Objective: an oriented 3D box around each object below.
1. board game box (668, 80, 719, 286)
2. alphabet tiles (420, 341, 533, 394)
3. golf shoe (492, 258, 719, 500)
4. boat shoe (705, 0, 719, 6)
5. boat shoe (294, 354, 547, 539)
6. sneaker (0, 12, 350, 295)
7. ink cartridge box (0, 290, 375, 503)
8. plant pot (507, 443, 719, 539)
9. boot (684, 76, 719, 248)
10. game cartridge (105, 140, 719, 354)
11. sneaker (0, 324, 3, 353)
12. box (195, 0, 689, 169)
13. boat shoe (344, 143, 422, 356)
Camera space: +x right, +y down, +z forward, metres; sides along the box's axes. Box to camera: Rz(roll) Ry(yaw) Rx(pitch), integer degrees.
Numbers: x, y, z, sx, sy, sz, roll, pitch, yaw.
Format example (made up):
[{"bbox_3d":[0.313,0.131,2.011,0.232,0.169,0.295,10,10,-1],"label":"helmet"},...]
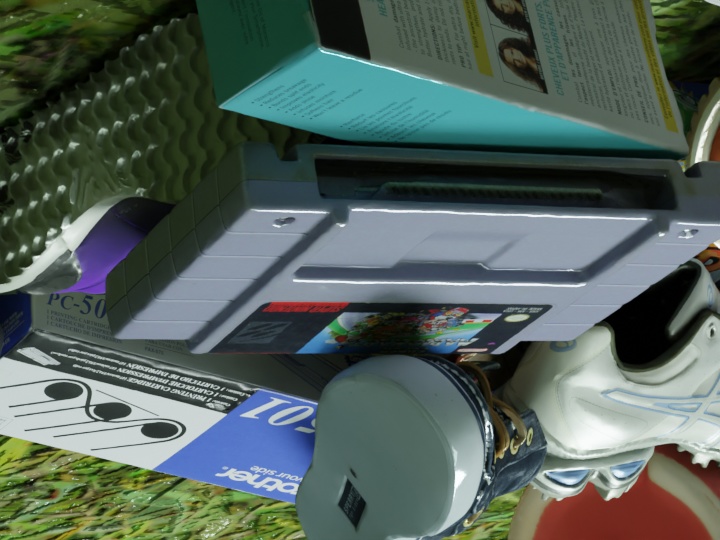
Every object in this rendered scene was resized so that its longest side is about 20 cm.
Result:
[{"bbox_3d":[0.113,-0.019,1.267,0.135,0.035,0.200,2,154,-32],"label":"board game box"},{"bbox_3d":[0.056,0.062,1.283,0.167,0.008,0.200,-38,157,-3],"label":"alphabet tiles"},{"bbox_3d":[0.147,0.035,1.269,0.199,0.078,0.098,-17,141,-40],"label":"golf shoe"},{"bbox_3d":[0.192,-0.119,0.987,0.199,0.066,0.072,-13,138,31],"label":"boat shoe"},{"bbox_3d":[0.033,0.061,1.143,0.091,0.071,0.200,-34,171,-20],"label":"boat shoe"},{"bbox_3d":[-0.059,-0.039,1.083,0.199,0.070,0.099,-20,159,40],"label":"sneaker"},{"bbox_3d":[-0.077,0.048,1.262,0.199,0.044,0.094,16,146,-31],"label":"ink cartridge box"},{"bbox_3d":[0.174,0.131,1.384,0.200,0.201,0.177,-33,169,40],"label":"plant pot"},{"bbox_3d":[0.187,-0.046,1.110,0.075,0.108,0.200,-9,148,-21],"label":"boot"},{"bbox_3d":[0.021,-0.004,1.050,0.199,0.039,0.130,1,154,-28],"label":"game cartridge"},{"bbox_3d":[-0.228,0.044,1.214,0.083,0.072,0.200,33,134,-27],"label":"sneaker"},{"bbox_3d":[0.029,-0.082,1.007,0.049,0.083,0.199,-29,153,36],"label":"box"},{"bbox_3d":[0.000,0.000,1.173,0.071,0.077,0.200,9,155,13],"label":"boat shoe"}]
